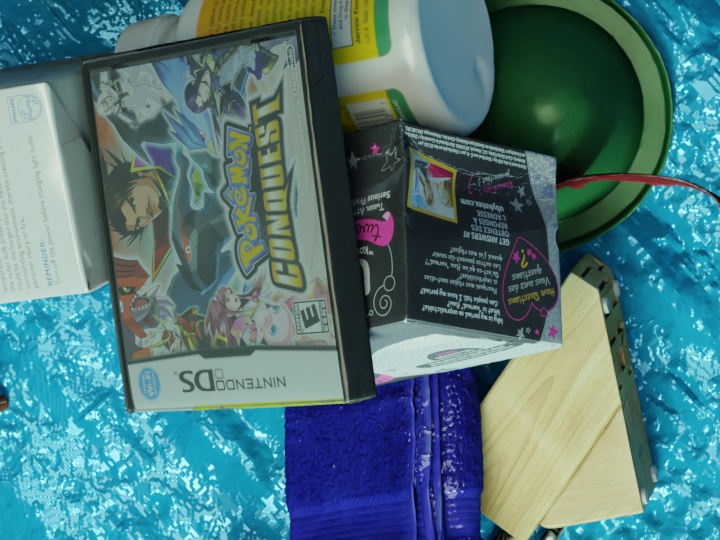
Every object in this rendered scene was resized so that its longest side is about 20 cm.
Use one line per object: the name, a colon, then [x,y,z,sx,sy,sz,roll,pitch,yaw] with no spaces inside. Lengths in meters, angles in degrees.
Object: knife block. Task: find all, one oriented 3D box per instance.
knife block: [0.082,0.104,1.625,0.174,0.064,0.201,-10,99,15]

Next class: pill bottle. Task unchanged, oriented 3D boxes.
pill bottle: [-0.035,-0.115,1.525,0.199,0.113,0.114,-9,99,26]

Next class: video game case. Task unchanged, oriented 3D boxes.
video game case: [-0.074,-0.025,1.462,0.180,0.025,0.202,-5,93,45]

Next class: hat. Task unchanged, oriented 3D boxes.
hat: [0.092,-0.078,1.525,0.199,0.176,0.167,-25,95,17]

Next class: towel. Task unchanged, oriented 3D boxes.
towel: [0.007,0.136,1.601,0.147,0.049,0.202,-11,73,39]

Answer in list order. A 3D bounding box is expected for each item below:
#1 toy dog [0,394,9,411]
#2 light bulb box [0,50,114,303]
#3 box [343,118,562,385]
toy dog: [-0.304,0.087,1.716,0.199,0.096,0.133,24,109,23]
light bulb box: [-0.229,-0.051,1.599,0.199,0.198,0.126,-8,98,17]
box: [0.000,0.000,1.517,0.199,0.132,0.116,-12,73,45]
